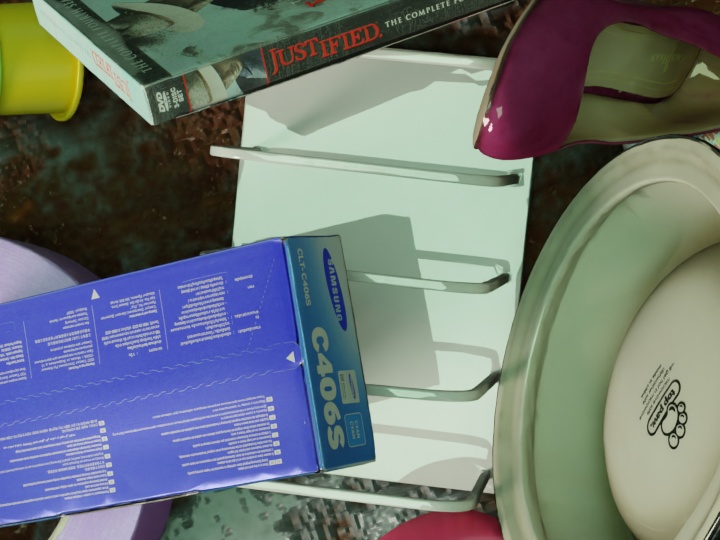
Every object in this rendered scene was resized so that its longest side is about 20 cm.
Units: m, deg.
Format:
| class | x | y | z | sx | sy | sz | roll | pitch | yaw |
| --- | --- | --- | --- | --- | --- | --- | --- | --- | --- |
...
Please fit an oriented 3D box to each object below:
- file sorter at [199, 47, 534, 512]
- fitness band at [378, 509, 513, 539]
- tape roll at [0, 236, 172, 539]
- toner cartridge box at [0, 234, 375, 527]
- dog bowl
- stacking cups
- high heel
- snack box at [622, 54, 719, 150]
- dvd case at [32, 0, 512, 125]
| class | x | y | z | sx | sy | sz | roll | pitch | yaw |
| --- | --- | --- | --- | --- | --- | --- | --- | --- | --- |
| file sorter | 0.000 | 0.000 | 0.972 | 0.137 | 0.125 | 0.202 | 6 | 94 | 8 |
| fitness band | 0.040 | 0.197 | 0.965 | 0.143 | 0.037 | 0.201 | -31 | 124 | -15 |
| tape roll | -0.187 | 0.083 | 1.021 | 0.198 | 0.066 | 0.202 | -1 | 87 | 9 |
| toner cartridge box | -0.092 | 0.050 | 0.916 | 0.199 | 0.043 | 0.096 | -12 | 86 | 32 |
| dog bowl | 0.133 | 0.051 | 0.883 | 0.073 | 0.200 | 0.202 | 14 | 96 | -24 |
| stacking cups | -0.226 | -0.095 | 0.978 | 0.198 | 0.060 | 0.061 | -3 | 93 | -27 |
| high heel | 0.114 | -0.074 | 0.894 | 0.096 | 0.200 | 0.068 | 26 | 119 | 13 |
| snack box | 0.216 | -0.082 | 0.988 | 0.199 | 0.024 | 0.072 | -22 | 89 | 8 |
| dvd case | -0.025 | -0.122 | 0.927 | 0.199 | 0.146 | 0.022 | -22 | 120 | -17 |
